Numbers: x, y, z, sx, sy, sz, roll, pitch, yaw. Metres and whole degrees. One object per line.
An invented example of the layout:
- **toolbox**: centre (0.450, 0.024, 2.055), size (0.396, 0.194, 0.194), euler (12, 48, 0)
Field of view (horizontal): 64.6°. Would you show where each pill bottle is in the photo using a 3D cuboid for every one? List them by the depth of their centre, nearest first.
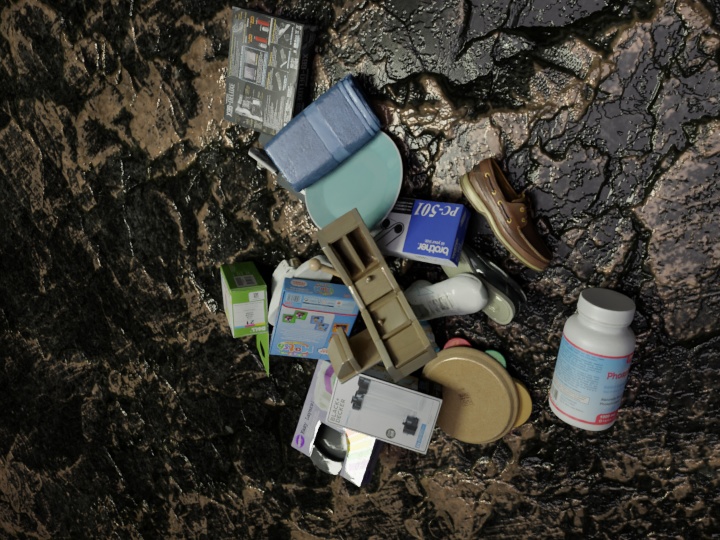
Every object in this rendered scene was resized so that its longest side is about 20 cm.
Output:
- **pill bottle**: centre (0.368, 0.138, 0.899), size (0.106, 0.108, 0.206), euler (13, 115, 23)

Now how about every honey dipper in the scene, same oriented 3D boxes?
- **honey dipper**: centre (-0.006, 0.015, 1.023), size (0.196, 0.039, 0.038), euler (22, 127, -30)

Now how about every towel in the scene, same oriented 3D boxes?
- **towel**: centre (-0.064, -0.236, 0.995), size (0.198, 0.049, 0.113), euler (-34, 97, 15)

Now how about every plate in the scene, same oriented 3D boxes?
- **plate**: centre (-0.011, -0.155, 1.007), size (0.195, 0.025, 0.207), euler (-6, 77, 26)

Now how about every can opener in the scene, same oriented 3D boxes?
- **can opener**: centre (-0.131, -0.185, 1.079), size (0.199, 0.052, 0.067), euler (41, 120, 9)

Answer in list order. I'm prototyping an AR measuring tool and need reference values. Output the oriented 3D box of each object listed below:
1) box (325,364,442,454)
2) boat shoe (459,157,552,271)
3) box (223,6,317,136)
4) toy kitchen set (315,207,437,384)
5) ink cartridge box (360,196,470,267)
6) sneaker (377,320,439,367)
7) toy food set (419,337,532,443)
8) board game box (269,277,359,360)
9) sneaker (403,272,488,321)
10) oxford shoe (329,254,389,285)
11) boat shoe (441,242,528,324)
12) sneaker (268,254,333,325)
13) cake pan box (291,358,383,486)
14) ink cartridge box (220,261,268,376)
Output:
- **box**: centre (0.042, 0.244, 1.042), size (0.195, 0.060, 0.120), euler (18, 107, 3)
- **boat shoe**: centre (0.241, -0.089, 0.905), size (0.067, 0.072, 0.202), euler (-41, 84, 35)
- **box**: centre (-0.169, -0.356, 1.037), size (0.154, 0.050, 0.205), euler (21, 116, 21)
- **toy kitchen set**: centre (-0.010, 0.060, 0.893), size (0.161, 0.202, 0.182), euler (-30, 134, 2)
- **ink cartridge box**: centre (0.082, -0.071, 0.973), size (0.196, 0.044, 0.097), euler (11, 80, 32)
- **sneaker**: centre (0.064, 0.149, 1.094), size (0.198, 0.075, 0.083), euler (-32, 68, 37)
- **toy food set**: centre (0.201, 0.226, 1.056), size (0.199, 0.048, 0.200), euler (-40, 87, 33)
- **board game box**: centre (-0.089, 0.100, 1.094), size (0.147, 0.037, 0.203), euler (8, 136, -13)
- **sneaker**: centre (0.134, 0.056, 0.974), size (0.198, 0.079, 0.072), euler (-13, 104, 54)
- **oxford shoe**: centre (0.000, 0.000, 1.082), size (0.071, 0.072, 0.198), euler (38, 124, -26)
- **boat shoe**: centre (0.200, 0.000, 0.971), size (0.200, 0.067, 0.073), euler (48, 148, 20)
- **sneaker**: centre (-0.122, 0.007, 1.104), size (0.072, 0.118, 0.200), euler (22, 132, -30)
- **cake pan box**: centre (-0.034, 0.304, 1.149), size (0.181, 0.052, 0.205), euler (20, 91, 31)
- **ink cartridge box**: centre (-0.239, 0.104, 1.184), size (0.148, 0.074, 0.206), euler (-137, 44, -61)
